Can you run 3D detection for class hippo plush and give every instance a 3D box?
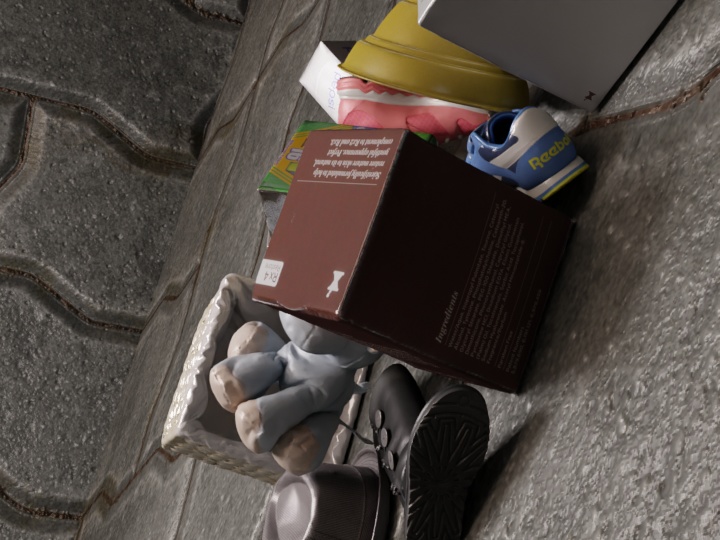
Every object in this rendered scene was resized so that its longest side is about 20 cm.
[{"bbox_3d":[-0.034,0.098,1.230,0.161,0.198,0.160,-50,28,36],"label":"hippo plush"}]

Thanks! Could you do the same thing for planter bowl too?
[{"bbox_3d":[0.082,-0.216,1.205,0.201,0.198,0.084,-122,43,-70],"label":"planter bowl"}]

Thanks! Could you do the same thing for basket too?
[{"bbox_3d":[-0.113,0.138,1.466,0.161,0.196,0.202,147,141,-66],"label":"basket"}]

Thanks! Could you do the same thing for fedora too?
[{"bbox_3d":[-0.045,0.258,1.280,0.178,0.090,0.200,-66,16,5],"label":"fedora"}]

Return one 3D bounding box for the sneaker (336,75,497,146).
[{"bbox_3d":[0.068,-0.152,1.317,0.074,0.198,0.088,-31,-49,-73],"label":"sneaker"}]

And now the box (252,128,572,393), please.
[{"bbox_3d":[0.045,-0.010,1.090,0.165,0.199,0.166,10,78,58],"label":"box"}]

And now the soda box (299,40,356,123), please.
[{"bbox_3d":[0.017,-0.189,1.490,0.200,0.068,0.064,51,126,22],"label":"soda box"}]

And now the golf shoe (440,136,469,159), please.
[{"bbox_3d":[0.089,-0.186,1.424,0.076,0.091,0.201,-61,16,27],"label":"golf shoe"}]

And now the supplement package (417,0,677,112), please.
[{"bbox_3d":[0.165,-0.289,1.131,0.147,0.190,0.201,-54,21,36],"label":"supplement package"}]

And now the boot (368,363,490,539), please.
[{"bbox_3d":[0.056,0.138,1.124,0.200,0.065,0.167,-105,27,-68],"label":"boot"}]

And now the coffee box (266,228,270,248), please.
[{"bbox_3d":[-0.060,-0.013,1.522,0.201,0.079,0.115,83,-170,-54],"label":"coffee box"}]

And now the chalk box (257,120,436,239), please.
[{"bbox_3d":[0.016,-0.063,1.279,0.125,0.198,0.124,79,-150,-41],"label":"chalk box"}]

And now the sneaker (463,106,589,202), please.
[{"bbox_3d":[0.136,-0.110,1.157,0.074,0.083,0.200,-40,13,-17],"label":"sneaker"}]
